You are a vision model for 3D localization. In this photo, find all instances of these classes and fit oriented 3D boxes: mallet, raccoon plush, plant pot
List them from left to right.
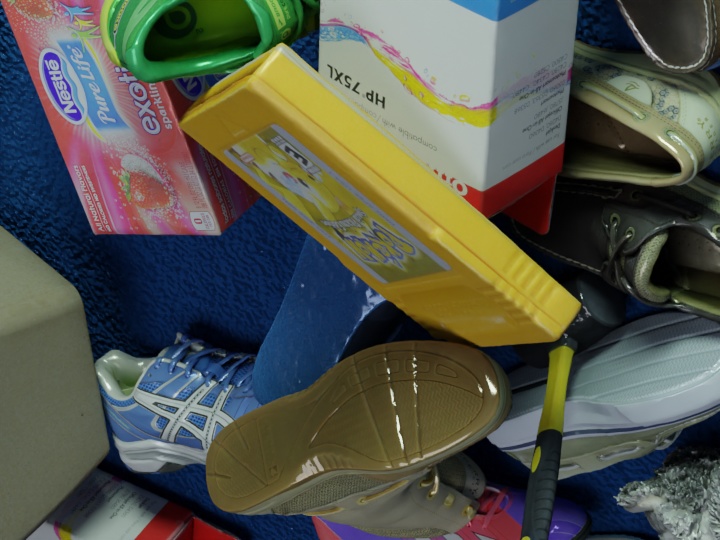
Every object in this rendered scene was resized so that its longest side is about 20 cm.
[{"bbox_3d":[-0.277,0.074,1.516,0.200,0.177,0.200,34,140,44],"label":"plant pot"},{"bbox_3d":[0.109,0.080,1.268,0.041,0.200,0.066,34,128,-23],"label":"mallet"},{"bbox_3d":[0.230,0.089,1.289,0.134,0.097,0.200,30,106,31],"label":"raccoon plush"}]

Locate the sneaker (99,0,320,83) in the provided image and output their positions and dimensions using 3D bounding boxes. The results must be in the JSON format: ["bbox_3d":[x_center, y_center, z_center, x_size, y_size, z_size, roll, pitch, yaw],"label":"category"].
[{"bbox_3d":[-0.038,-0.144,1.233,0.200,0.084,0.074,-24,121,2],"label":"sneaker"}]

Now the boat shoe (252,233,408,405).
[{"bbox_3d":[0.000,0.000,1.365,0.084,0.069,0.200,47,120,15],"label":"boat shoe"}]

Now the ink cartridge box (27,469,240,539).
[{"bbox_3d":[-0.183,0.206,1.639,0.200,0.067,0.116,22,132,20],"label":"ink cartridge box"}]

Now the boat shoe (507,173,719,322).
[{"bbox_3d":[0.161,-0.015,1.246,0.200,0.065,0.073,11,129,30],"label":"boat shoe"}]

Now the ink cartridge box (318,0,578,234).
[{"bbox_3d":[0.042,-0.107,1.174,0.116,0.067,0.200,31,136,32],"label":"ink cartridge box"}]

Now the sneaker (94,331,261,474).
[{"bbox_3d":[-0.096,0.082,1.490,0.200,0.076,0.077,-11,119,38],"label":"sneaker"}]

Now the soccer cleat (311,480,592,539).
[{"bbox_3d":[0.049,0.149,1.448,0.200,0.068,0.073,-4,115,40],"label":"soccer cleat"}]

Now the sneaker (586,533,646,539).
[{"bbox_3d":[0.099,0.213,1.448,0.200,0.081,0.077,-16,113,43],"label":"sneaker"}]

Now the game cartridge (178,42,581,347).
[{"bbox_3d":[0.005,-0.031,1.213,0.200,0.032,0.176,42,167,-9],"label":"game cartridge"}]

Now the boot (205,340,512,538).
[{"bbox_3d":[0.033,0.103,1.345,0.200,0.155,0.073,-25,62,32],"label":"boot"}]

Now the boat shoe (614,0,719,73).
[{"bbox_3d":[0.125,-0.177,1.147,0.072,0.072,0.200,-9,116,39],"label":"boat shoe"}]

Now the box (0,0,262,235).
[{"bbox_3d":[-0.125,-0.127,1.343,0.103,0.095,0.200,1,122,35],"label":"box"}]

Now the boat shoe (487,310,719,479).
[{"bbox_3d":[0.152,0.073,1.328,0.062,0.072,0.200,43,147,-22],"label":"boat shoe"}]

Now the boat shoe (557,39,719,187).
[{"bbox_3d":[0.097,-0.086,1.240,0.200,0.063,0.073,8,126,32],"label":"boat shoe"}]
